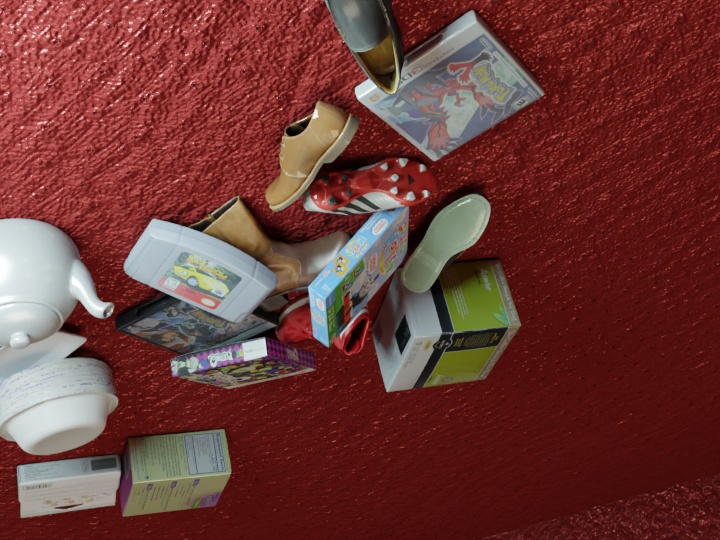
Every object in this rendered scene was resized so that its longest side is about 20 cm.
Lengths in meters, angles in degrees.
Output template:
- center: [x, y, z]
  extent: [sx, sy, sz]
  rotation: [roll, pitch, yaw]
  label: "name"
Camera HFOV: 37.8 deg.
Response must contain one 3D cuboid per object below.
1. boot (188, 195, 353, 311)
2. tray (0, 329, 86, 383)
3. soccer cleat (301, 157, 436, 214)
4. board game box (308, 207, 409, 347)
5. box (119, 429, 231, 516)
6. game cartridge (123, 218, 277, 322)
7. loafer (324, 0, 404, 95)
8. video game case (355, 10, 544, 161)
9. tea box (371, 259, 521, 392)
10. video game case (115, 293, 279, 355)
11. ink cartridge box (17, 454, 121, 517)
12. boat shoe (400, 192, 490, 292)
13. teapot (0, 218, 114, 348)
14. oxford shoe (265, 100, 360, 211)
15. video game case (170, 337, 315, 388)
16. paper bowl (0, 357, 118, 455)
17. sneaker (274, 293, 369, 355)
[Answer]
- center: [-0.127, -0.048, 1.519]
  extent: [0.186, 0.069, 0.200]
  rotation: [-25, 133, 18]
  label: "boot"
- center: [-0.532, 0.135, 1.660]
  extent: [0.199, 0.022, 0.107]
  rotation: [-34, 145, 29]
  label: "tray"
- center: [0.011, -0.113, 1.461]
  extent: [0.197, 0.070, 0.085]
  rotation: [-10, 176, -25]
  label: "soccer cleat"
- center: [0.000, 0.000, 1.553]
  extent: [0.201, 0.036, 0.152]
  rotation: [-50, 160, -23]
  label: "board game box"
- center: [-0.377, 0.407, 2.114]
  extent: [0.196, 0.098, 0.177]
  rotation: [-2, 147, -21]
  label: "box"
- center: [-0.225, 0.001, 1.492]
  extent: [0.198, 0.041, 0.133]
  rotation: [25, 138, -19]
  label: "game cartridge"
- center: [0.008, -0.276, 1.170]
  extent: [0.072, 0.073, 0.200]
  rotation: [-22, 149, 14]
  label: "loafer"
- center: [0.118, -0.230, 1.350]
  extent: [0.181, 0.023, 0.199]
  rotation: [-30, 147, 23]
  label: "video game case"
- center: [0.141, 0.096, 1.793]
  extent: [0.193, 0.136, 0.201]
  rotation: [-4, 149, -17]
  label: "tea box"
- center: [-0.258, 0.082, 1.678]
  extent: [0.179, 0.026, 0.199]
  rotation: [-24, 150, 25]
  label: "video game case"
- center: [-0.587, 0.434, 2.115]
  extent: [0.196, 0.044, 0.174]
  rotation: [-4, 149, -20]
  label: "ink cartridge box"
- center: [0.134, -0.052, 1.621]
  extent: [0.071, 0.061, 0.202]
  rotation: [39, 122, -2]
  label: "boat shoe"
- center: [-0.465, 0.037, 1.404]
  extent: [0.195, 0.148, 0.199]
  rotation: [16, 139, -42]
  label: "teapot"
- center: [-0.079, -0.152, 1.366]
  extent: [0.071, 0.072, 0.200]
  rotation: [30, 134, -15]
  label: "oxford shoe"
- center: [-0.195, 0.159, 1.778]
  extent: [0.178, 0.036, 0.200]
  rotation: [-14, 164, 18]
  label: "video game case"
- center: [-0.498, 0.232, 1.729]
  extent: [0.197, 0.106, 0.201]
  rotation: [-19, 159, -8]
  label: "paper bowl"
- center: [-0.063, 0.098, 1.720]
  extent: [0.078, 0.117, 0.199]
  rotation: [14, 139, -40]
  label: "sneaker"
